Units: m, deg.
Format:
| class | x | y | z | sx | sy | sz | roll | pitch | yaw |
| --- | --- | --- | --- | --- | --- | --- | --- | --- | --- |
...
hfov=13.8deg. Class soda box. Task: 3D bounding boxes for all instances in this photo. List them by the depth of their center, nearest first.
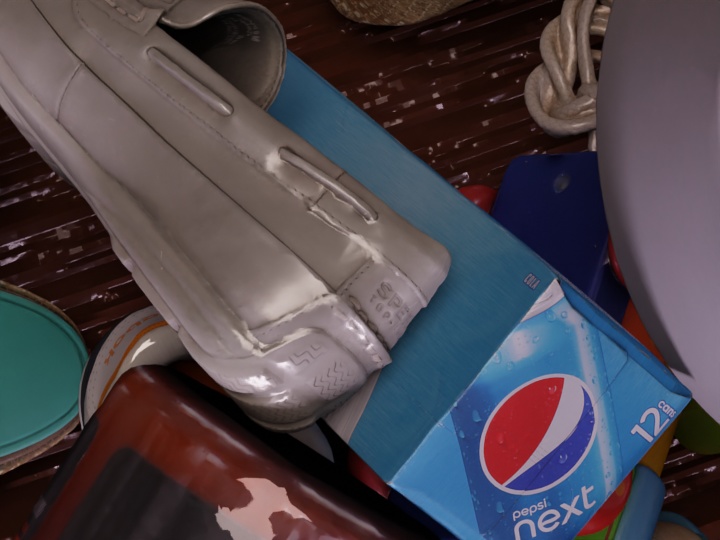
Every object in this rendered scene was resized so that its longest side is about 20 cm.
| class | x | y | z | sx | sy | sz | roll | pitch | yaw |
| --- | --- | --- | --- | --- | --- | --- | --- | --- | --- |
| soda box | 0.000 | 0.000 | 0.809 | 0.068 | 0.064 | 0.200 | -50 | 38 | 2 |

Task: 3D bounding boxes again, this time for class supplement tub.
| class | x | y | z | sx | sy | sz | roll | pitch | yaw |
| --- | --- | --- | --- | --- | --- | --- | --- | --- | --- |
| supplement tub | -0.067 | 0.131 | 0.753 | 0.107 | 0.107 | 0.201 | 33 | 90 | 7 |

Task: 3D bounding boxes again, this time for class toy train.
| class | x | y | z | sx | sy | sz | roll | pitch | yaw |
| --- | --- | --- | --- | --- | --- | --- | --- | --- | --- |
| toy train | 0.083 | 0.009 | 0.863 | 0.084 | 0.116 | 0.201 | -1 | 61 | 44 |

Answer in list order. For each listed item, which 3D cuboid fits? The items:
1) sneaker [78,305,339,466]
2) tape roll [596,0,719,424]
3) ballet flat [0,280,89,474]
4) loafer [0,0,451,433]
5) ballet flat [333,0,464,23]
| class | x | y | z | sx | sy | sz | roll | pitch | yaw |
| --- | --- | --- | --- | --- | --- | --- | --- | --- | --- |
| sneaker | -0.027 | 0.104 | 0.844 | 0.078 | 0.079 | 0.201 | -27 | 86 | -7 |
| tape roll | 0.162 | -0.038 | 0.760 | 0.199 | 0.066 | 0.202 | -1 | 94 | -23 |
| ballet flat | -0.177 | 0.038 | 0.866 | 0.199 | 0.065 | 0.071 | -3 | 79 | -31 |
| loafer | -0.051 | -0.045 | 0.767 | 0.070 | 0.070 | 0.200 | -39 | 63 | -2 |
| ballet flat | 0.042 | -0.124 | 0.844 | 0.065 | 0.199 | 0.071 | 11 | 66 | -41 |
